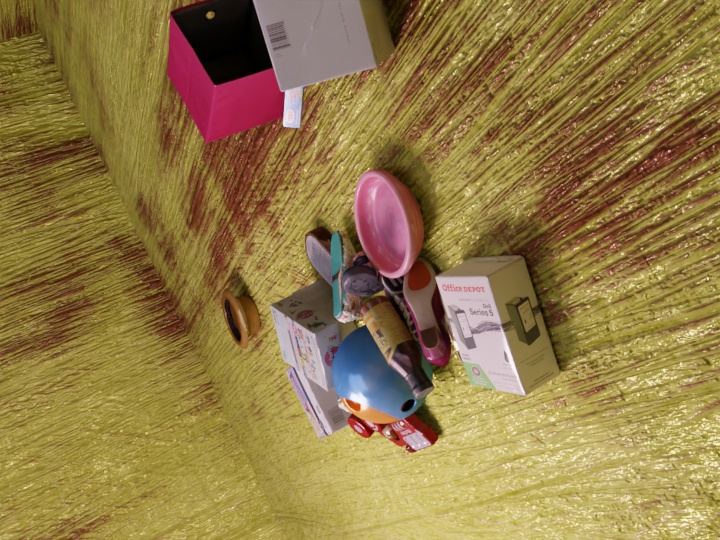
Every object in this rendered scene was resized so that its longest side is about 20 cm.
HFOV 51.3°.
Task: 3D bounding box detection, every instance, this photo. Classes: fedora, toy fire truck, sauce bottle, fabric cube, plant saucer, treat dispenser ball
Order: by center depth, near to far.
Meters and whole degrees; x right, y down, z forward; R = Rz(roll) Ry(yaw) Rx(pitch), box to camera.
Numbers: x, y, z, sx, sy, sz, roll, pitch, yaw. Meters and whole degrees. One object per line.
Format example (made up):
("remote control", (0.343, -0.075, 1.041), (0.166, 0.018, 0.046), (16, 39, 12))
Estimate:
("plant saucer", (0.055, -0.088, 1.374), (0.200, 0.051, 0.201), (43, 141, 49))
("sauce bottle", (0.070, 0.141, 1.379), (0.200, 0.066, 0.066), (59, 154, 27))
("treat dispenser ball", (0.043, 0.203, 1.496), (0.201, 0.200, 0.201), (43, 146, 38))
("fabric cube", (-0.272, -0.425, 1.564), (0.200, 0.196, 0.199), (58, 155, 13))
("toy fire truck", (0.077, 0.344, 1.680), (0.168, 0.112, 0.200), (44, 153, 3))
("fedora", (-0.372, 0.145, 2.374), (0.201, 0.082, 0.201), (42, 142, 46))

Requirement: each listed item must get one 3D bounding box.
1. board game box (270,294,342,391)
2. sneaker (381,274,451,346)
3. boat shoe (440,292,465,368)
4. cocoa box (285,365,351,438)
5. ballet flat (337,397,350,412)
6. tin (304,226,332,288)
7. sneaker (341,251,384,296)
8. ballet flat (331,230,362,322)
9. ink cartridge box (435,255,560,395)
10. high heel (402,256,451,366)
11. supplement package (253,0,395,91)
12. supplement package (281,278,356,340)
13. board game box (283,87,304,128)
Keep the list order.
("board game box", (-0.114, 0.157, 1.652), (0.200, 0.064, 0.148), (26, 134, 52))
("sneaker", (0.107, 0.091, 1.447), (0.200, 0.075, 0.116), (60, 165, 23))
("boat shoe", (0.175, 0.094, 1.298), (0.066, 0.074, 0.201), (-6, 106, 58))
("cocoa box", (-0.078, 0.300, 1.887), (0.201, 0.133, 0.131), (62, 155, 8))
("ballet flat", (0.009, 0.242, 1.643), (0.064, 0.200, 0.076), (37, 133, -4))
("tin", (-0.064, -0.016, 1.703), (0.200, 0.042, 0.112), (46, 152, 35))
("sneaker", (0.000, 0.000, 1.469), (0.200, 0.070, 0.082), (29, -142, -74))
("ballet flat", (-0.026, 0.015, 1.577), (0.076, 0.064, 0.201), (144, 129, -58))
("ink cartridge box", (0.217, 0.085, 1.198), (0.145, 0.084, 0.201), (-2, 110, 62))
("high heel", (0.123, 0.076, 1.366), (0.096, 0.067, 0.201), (58, -155, -55))
("supplement package", (-0.048, -0.374, 1.127), (0.200, 0.150, 0.152), (-65, -39, -66))
("supplement package", (-0.091, 0.133, 1.788), (0.201, 0.117, 0.117), (64, 154, 2))
("board game box", (-0.114, -0.384, 1.362), (0.152, 0.036, 0.201), (101, 171, -50))
